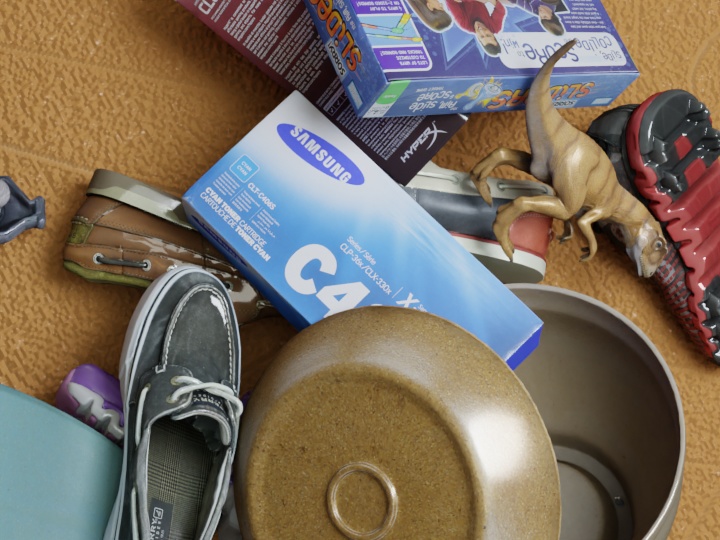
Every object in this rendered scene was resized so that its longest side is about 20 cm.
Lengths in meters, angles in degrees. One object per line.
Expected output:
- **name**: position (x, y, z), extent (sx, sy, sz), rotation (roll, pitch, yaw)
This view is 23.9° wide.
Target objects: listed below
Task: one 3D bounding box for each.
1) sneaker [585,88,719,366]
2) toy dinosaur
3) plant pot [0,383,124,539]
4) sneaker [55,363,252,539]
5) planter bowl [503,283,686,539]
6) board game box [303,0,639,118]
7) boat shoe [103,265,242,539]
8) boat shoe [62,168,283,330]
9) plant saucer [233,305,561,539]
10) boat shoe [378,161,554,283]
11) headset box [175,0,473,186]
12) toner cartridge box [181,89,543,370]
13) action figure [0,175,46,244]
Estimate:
- **sneaker**: position (0.202, -0.026, 1.100), extent (0.071, 0.098, 0.201), rotation (-40, 117, -26)
- **toy dinosaur**: position (0.116, -0.065, 1.003), extent (0.106, 0.061, 0.200), rotation (-27, 135, 17)
- **plant pot**: position (-0.225, 0.136, 0.920), extent (0.199, 0.141, 0.143), rotation (17, 65, -40)
- **sneaker**: position (-0.084, 0.105, 1.017), extent (0.199, 0.080, 0.089), rotation (31, 65, -6)
- **planter bowl**: position (0.096, 0.128, 1.003), extent (0.198, 0.135, 0.202), rotation (-7, 57, 12)
- **board game box**: position (0.057, -0.156, 0.985), extent (0.199, 0.034, 0.136), rotation (-6, 63, -38)
- **boat shoe**: position (-0.092, 0.087, 0.932), extent (0.072, 0.071, 0.202), rotation (17, 64, -27)
- **boat shoe**: position (-0.082, 0.008, 1.032), extent (0.199, 0.072, 0.068), rotation (22, 80, 1)
- **plant saucer**: position (0.008, 0.120, 0.903), extent (0.199, 0.035, 0.202), rotation (2, 93, 28)
- **boat shoe**: position (0.028, -0.045, 1.060), extent (0.198, 0.071, 0.063), rotation (14, 75, -13)
- **headset box**: position (-0.006, -0.172, 1.032), extent (0.200, 0.075, 0.149), rotation (38, 44, -7)
- **toner cartridge box**: position (0.000, 0.000, 0.967), extent (0.200, 0.043, 0.095), rotation (43, 76, 14)
- **action figure**: position (-0.288, -0.055, 0.973), extent (0.199, 0.105, 0.195), rotation (-21, 79, -17)
